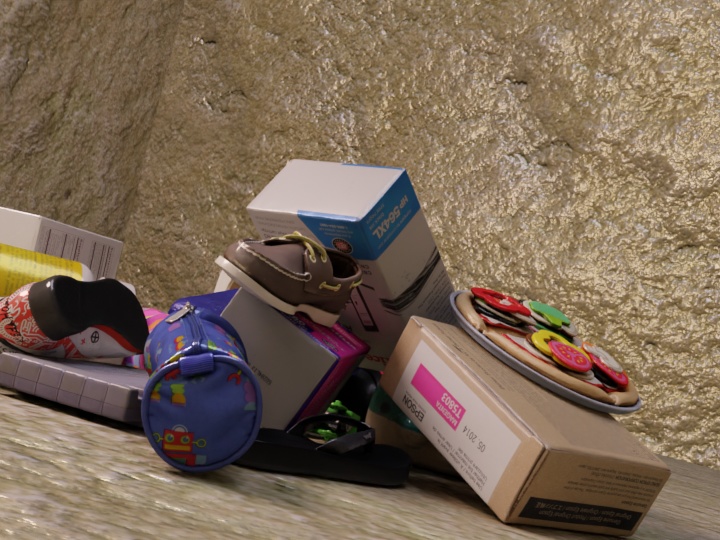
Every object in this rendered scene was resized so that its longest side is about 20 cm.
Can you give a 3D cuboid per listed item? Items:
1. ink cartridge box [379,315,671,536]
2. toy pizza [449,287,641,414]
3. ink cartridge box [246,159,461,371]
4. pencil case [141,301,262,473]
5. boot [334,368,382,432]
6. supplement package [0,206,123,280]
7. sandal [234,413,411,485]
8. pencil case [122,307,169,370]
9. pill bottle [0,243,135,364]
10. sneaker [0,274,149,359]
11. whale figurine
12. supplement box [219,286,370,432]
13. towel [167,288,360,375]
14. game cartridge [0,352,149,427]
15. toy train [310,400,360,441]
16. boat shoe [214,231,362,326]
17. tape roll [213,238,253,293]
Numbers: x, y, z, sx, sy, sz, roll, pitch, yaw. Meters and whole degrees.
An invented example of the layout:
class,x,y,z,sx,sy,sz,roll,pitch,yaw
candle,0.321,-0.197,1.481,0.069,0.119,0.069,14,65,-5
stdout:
class,x,y,z,sx,sy,sz,roll,pitch,yaw
ink cartridge box,0.134,0.130,0.965,0.164,0.075,0.200,15,20,-38
toy pizza,0.173,0.065,1.050,0.199,0.032,0.200,26,14,-7
ink cartridge box,0.000,0.000,1.100,0.145,0.084,0.201,8,-45,40
pencil case,-0.114,0.075,0.804,0.077,0.088,0.200,-12,9,-8
boot,-0.076,0.131,1.311,0.167,0.077,0.200,8,8,-23
supplement package,-0.397,0.011,1.316,0.151,0.152,0.200,12,-4,15
sandal,-0.026,0.135,0.889,0.076,0.043,0.199,11,-4,41
pencil case,-0.213,0.088,1.191,0.088,0.089,0.200,15,-6,-23
pill bottle,-0.331,0.037,1.133,0.199,0.115,0.114,15,-3,-23
sneaker,-0.269,0.052,1.009,0.107,0.068,0.201,-19,-11,10
whale figurine,0.099,0.147,1.117,0.199,0.105,0.159,13,-3,45
supplement box,-0.070,0.081,1.008,0.101,0.104,0.200,37,2,7
towel,-0.101,0.077,1.274,0.199,0.050,0.147,23,19,35
game cartridge,-0.198,0.102,0.960,0.129,0.039,0.200,8,-5,21
toy train,-0.091,0.138,1.184,0.199,0.042,0.056,12,-13,26
boat shoe,-0.053,-0.001,0.931,0.072,0.060,0.200,40,5,22
tape roll,-0.143,0.061,1.546,0.070,0.204,0.202,16,-4,-23
